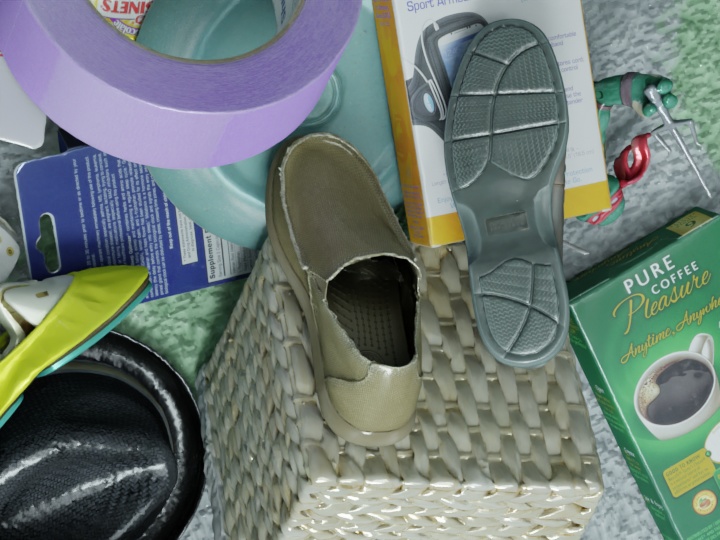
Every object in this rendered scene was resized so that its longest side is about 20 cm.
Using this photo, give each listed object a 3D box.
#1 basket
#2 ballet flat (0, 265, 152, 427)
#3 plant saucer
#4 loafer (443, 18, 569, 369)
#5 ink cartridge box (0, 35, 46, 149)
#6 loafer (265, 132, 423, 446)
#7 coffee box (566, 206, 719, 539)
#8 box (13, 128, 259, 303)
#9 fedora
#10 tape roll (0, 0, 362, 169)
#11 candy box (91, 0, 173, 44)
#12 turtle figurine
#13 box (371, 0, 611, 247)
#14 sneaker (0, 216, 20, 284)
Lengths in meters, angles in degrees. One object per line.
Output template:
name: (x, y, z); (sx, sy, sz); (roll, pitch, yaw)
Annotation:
basket: (0.020, 0.101, 1.692); (0.198, 0.200, 0.161); (3, 141, -17)
ballet flat: (-0.208, 0.048, 1.660); (0.200, 0.067, 0.067); (-44, 105, -17)
plant saucer: (-0.035, -0.106, 1.678); (0.200, 0.036, 0.200); (-3, 100, -16)
loafer: (0.086, -0.041, 1.636); (0.072, 0.063, 0.200); (-3, 81, 6)
ink cartridge box: (-0.231, -0.151, 1.609); (0.116, 0.068, 0.200); (14, 59, -18)
loafer: (0.000, 0.000, 1.606); (0.076, 0.067, 0.200); (-3, 60, -26)
coffee box: (0.216, 0.072, 1.854); (0.123, 0.044, 0.200); (-31, 108, -10)
box: (-0.109, -0.043, 1.722); (0.200, 0.032, 0.121); (-14, 124, -15)
fedora: (-0.181, 0.131, 1.719); (0.200, 0.092, 0.201); (-3, 102, -16)
tape roll: (-0.102, -0.158, 1.580); (0.200, 0.066, 0.200); (8, 62, -15)
candy box: (-0.075, -0.178, 1.685); (0.200, 0.026, 0.102); (7, 102, -18)
turtle figurine: (0.111, -0.083, 1.763); (0.200, 0.101, 0.150); (45, 85, -7)
box: (0.073, -0.123, 1.670); (0.119, 0.041, 0.200); (-11, 97, -19)
sneaker: (-0.250, -0.055, 1.685); (0.115, 0.074, 0.200); (21, 83, -39)
